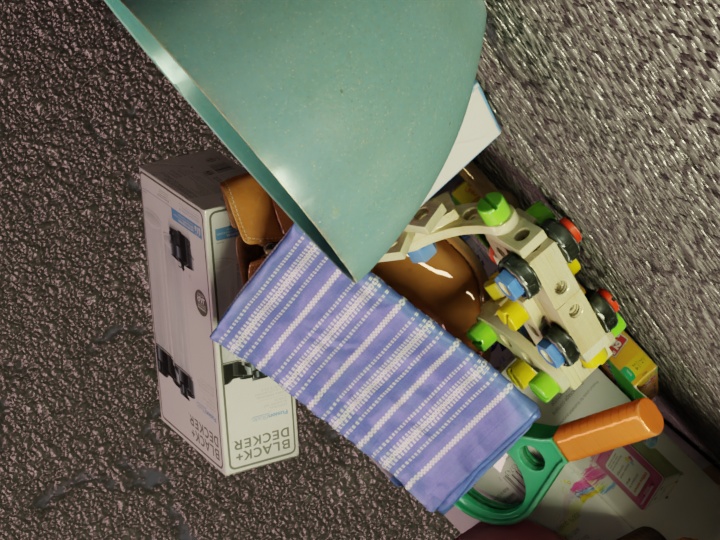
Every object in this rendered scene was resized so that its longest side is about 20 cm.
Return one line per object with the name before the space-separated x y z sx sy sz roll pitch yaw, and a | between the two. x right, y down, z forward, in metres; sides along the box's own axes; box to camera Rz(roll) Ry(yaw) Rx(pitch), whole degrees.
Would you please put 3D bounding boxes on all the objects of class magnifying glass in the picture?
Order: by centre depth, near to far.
magnifying glass | 0.118 0.117 1.553 0.199 0.022 0.080 -25 104 47

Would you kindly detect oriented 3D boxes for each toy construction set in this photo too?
toy construction set | 0.091 0.005 1.491 0.200 0.092 0.131 39 177 -38

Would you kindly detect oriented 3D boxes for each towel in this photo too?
towel | 0.007 0.066 1.553 0.199 0.024 0.145 37 139 -3

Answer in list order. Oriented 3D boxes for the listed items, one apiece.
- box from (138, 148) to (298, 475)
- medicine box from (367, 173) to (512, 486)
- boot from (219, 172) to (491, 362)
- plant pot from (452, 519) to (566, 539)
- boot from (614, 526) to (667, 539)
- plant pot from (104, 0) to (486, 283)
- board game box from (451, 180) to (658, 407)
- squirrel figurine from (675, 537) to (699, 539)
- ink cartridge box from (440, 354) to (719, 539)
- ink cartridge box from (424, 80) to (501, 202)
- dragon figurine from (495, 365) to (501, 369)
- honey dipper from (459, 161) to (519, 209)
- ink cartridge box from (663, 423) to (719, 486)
box | -0.099 0.029 1.692 0.117 0.060 0.202 34 133 54
medicine box | 0.029 0.027 1.796 0.103 0.182 0.200 46 176 46
boot | 0.000 0.000 1.594 0.077 0.154 0.201 -129 20 -61
plant pot | 0.074 0.267 1.596 0.199 0.179 0.201 27 140 25
boot | 0.185 0.264 1.515 0.200 0.146 0.070 47 147 0
plant pot | -0.018 -0.113 1.151 0.200 0.135 0.200 49 177 3
board game box | 0.139 0.023 1.638 0.200 0.030 0.096 50 177 15
squirrel figurine | 0.240 0.246 1.426 0.200 0.187 0.142 47 175 0
ink cartridge box | 0.147 0.156 1.643 0.200 0.085 0.145 45 143 3
ink cartridge box | -0.026 -0.119 1.403 0.200 0.116 0.067 48 178 27
dragon figurine | 0.079 0.130 1.778 0.199 0.100 0.059 -8 -154 -43
honey dipper | 0.032 -0.104 1.540 0.200 0.038 0.038 46 178 -16
ink cartridge box | 0.241 0.189 1.810 0.165 0.075 0.200 52 176 -30
